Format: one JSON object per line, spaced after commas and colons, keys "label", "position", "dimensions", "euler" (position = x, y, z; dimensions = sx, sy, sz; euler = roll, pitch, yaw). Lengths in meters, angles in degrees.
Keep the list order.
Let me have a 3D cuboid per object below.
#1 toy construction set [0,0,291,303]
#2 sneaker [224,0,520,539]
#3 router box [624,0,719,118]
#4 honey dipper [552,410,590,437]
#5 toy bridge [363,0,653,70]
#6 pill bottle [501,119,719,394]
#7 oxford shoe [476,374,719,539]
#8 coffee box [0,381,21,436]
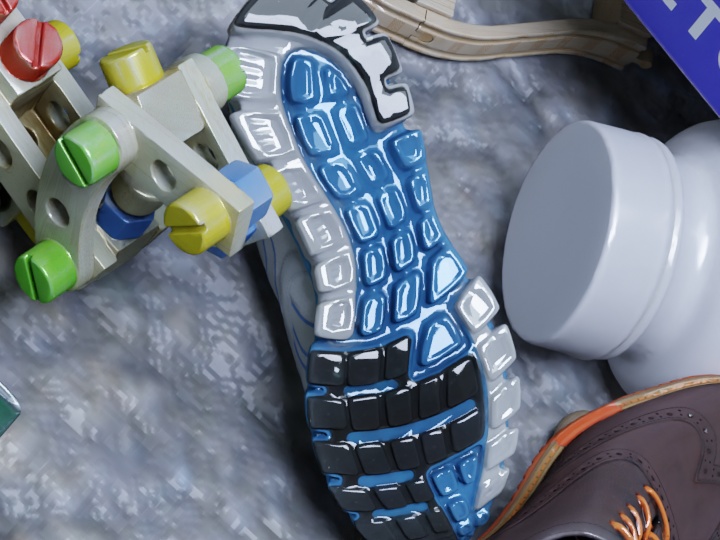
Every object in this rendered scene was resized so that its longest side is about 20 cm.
{"label": "toy construction set", "position": [-0.105, -0.078, 0.855], "dimensions": [0.092, 0.131, 0.201], "euler": [-18, 80, -36]}
{"label": "sneaker", "position": [0.000, 0.000, 0.913], "dimensions": [0.075, 0.087, 0.201], "euler": [-15, 92, -10]}
{"label": "router box", "position": [0.194, -0.093, 0.962], "dimensions": [0.179, 0.049, 0.200], "euler": [-22, 69, -42]}
{"label": "honey dipper", "position": [0.036, 0.115, 0.901], "dimensions": [0.038, 0.038, 0.200], "euler": [45, 50, -2]}
{"label": "toy bridge", "position": [0.028, -0.117, 1.014], "dimensions": [0.199, 0.027, 0.068], "euler": [21, 58, -18]}
{"label": "pill bottle", "position": [0.157, 0.008, 0.971], "dimensions": [0.199, 0.112, 0.113], "euler": [15, 60, -22]}
{"label": "oxford shoe", "position": [0.079, 0.095, 0.852], "dimensions": [0.200, 0.072, 0.071], "euler": [-36, 101, -32]}
{"label": "coffee box", "position": [-0.185, 0.110, 0.728], "dimensions": [0.044, 0.123, 0.200], "euler": [43, 52, -7]}
